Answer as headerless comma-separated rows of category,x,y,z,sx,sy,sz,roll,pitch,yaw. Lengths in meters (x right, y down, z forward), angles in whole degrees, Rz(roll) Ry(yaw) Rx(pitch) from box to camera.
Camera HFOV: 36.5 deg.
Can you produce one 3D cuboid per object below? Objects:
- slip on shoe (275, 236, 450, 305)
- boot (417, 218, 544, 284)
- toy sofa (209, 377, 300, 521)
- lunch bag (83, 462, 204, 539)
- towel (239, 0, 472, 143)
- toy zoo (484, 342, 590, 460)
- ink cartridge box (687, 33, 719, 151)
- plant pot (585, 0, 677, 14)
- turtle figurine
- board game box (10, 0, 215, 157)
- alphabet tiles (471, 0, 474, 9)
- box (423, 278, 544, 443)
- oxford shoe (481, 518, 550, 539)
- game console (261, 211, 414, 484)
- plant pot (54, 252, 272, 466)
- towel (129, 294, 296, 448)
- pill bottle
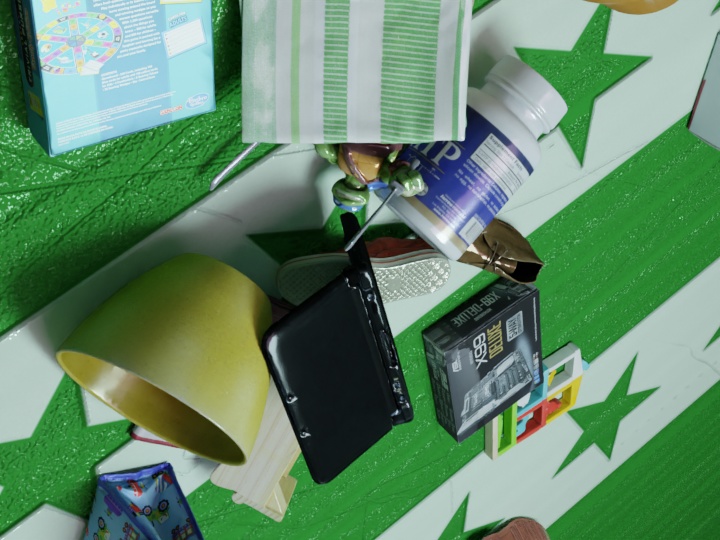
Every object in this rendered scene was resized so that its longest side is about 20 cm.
slip on shoe,0.000,0.000,1.189,0.199,0.061,0.075,-8,126,-23
boot,0.149,-0.029,1.290,0.199,0.075,0.074,12,115,-46
toy sofa,-0.083,0.172,1.222,0.201,0.097,0.083,-61,-177,24
lunch bag,-0.210,0.330,1.150,0.094,0.200,0.151,-4,124,-41
towel,-0.005,-0.184,0.938,0.198,0.023,0.154,1,107,1
toy zoo,0.267,0.188,1.623,0.199,0.020,0.132,-28,137,-23
ink cartridge box,0.556,-0.252,1.479,0.199,0.083,0.147,-17,132,-33
plant pot,0.264,-0.340,1.063,0.201,0.200,0.183,-54,156,8
turtle figurine,-0.003,-0.132,1.009,0.199,0.144,0.195,-5,121,-45
board game box,-0.191,-0.203,0.847,0.150,0.047,0.201,-21,134,-30
alphabet tiles,0.096,-0.243,1.019,0.007,0.168,0.201,13,120,-2
box,0.167,0.117,1.447,0.157,0.050,0.201,-32,139,-19
oxford shoe,0.239,0.461,1.805,0.199,0.071,0.074,1,146,-44
game console,-0.025,0.075,1.088,0.116,0.176,0.201,-16,124,1
plant pot,-0.160,0.069,1.015,0.143,0.199,0.200,-62,147,-23
towel,-0.143,0.113,1.176,0.144,0.023,0.201,24,103,-49
pill bottle,0.119,-0.121,1.150,0.200,0.120,0.120,-49,141,1
